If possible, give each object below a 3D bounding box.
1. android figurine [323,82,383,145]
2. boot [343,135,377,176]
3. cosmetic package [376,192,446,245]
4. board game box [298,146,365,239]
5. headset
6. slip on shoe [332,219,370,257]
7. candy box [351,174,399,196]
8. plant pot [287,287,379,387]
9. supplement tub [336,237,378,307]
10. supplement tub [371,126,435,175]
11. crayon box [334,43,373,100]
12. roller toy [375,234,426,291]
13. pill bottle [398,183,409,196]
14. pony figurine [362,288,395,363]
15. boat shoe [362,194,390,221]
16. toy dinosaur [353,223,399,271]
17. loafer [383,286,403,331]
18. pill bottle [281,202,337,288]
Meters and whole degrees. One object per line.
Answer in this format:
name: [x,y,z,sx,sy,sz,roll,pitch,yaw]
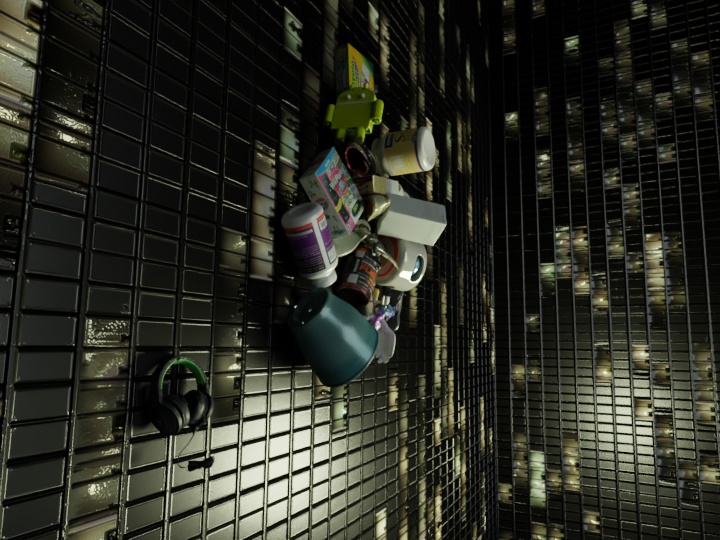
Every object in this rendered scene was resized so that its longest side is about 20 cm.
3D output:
android figurine: [-0.018,-0.457,1.514,0.041,0.177,0.206,52,45,-60]
boot: [-0.001,-0.337,1.594,0.153,0.071,0.202,-99,163,-52]
cosmetic package: [0.154,-0.157,1.612,0.114,0.194,0.083,121,-22,-49]
board game box: [-0.075,-0.216,1.469,0.203,0.063,0.149,58,37,-27]
headset: [-0.311,0.255,0.947,0.123,0.092,0.207,8,69,-62]
slip on shoe: [-0.045,-0.089,1.550,0.075,0.061,0.199,54,45,-3]
candy box: [0.035,-0.261,1.667,0.199,0.112,0.057,-8,95,-63]
plant pot: [-0.083,0.156,1.329,0.189,0.196,0.203,50,42,-27]
supplement tub: [0.000,0.000,1.581,0.108,0.104,0.204,56,40,-45]
supplement tub: [0.149,-0.411,1.820,0.144,0.194,0.151,12,76,-62]
crayon box: [-0.016,-0.581,1.661,0.171,0.057,0.207,2,85,-63]
roller toy: [0.122,-0.031,1.719,0.137,0.199,0.187,15,51,-38]
pill bottle: [0.140,-0.211,1.878,0.202,0.108,0.113,60,37,-41]
pony figurine: [0.040,0.157,1.590,0.200,0.162,0.199,-80,-171,-84]
boat shoe: [0.044,-0.191,1.579,0.200,0.061,0.076,-155,-128,-80]
toy dinosaur: [0.049,-0.054,1.544,0.201,0.047,0.089,48,39,-19]
loafer: [0.117,0.113,1.862,0.063,0.069,0.207,35,61,-80]
pill bottle: [-0.124,-0.061,1.334,0.113,0.109,0.205,-52,133,-52]
